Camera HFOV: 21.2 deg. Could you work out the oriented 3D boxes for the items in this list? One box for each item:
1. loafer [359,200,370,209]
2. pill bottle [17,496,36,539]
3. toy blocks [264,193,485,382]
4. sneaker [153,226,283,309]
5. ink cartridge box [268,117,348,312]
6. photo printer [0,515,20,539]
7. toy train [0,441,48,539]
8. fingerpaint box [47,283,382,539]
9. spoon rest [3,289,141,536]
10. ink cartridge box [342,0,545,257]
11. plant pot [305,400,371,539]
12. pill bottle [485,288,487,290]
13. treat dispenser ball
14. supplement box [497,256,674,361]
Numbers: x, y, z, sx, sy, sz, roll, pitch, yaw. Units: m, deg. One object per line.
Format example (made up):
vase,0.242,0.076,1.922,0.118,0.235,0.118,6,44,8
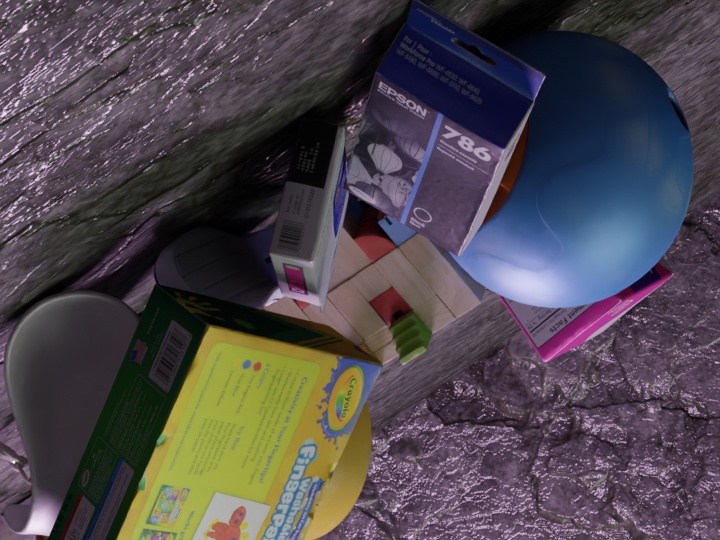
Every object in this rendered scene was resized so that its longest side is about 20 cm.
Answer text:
loafer,0.068,-0.039,1.575,0.198,0.074,0.071,-14,141,26
pill bottle,-0.280,0.318,1.928,0.112,0.201,0.112,-32,171,-6
toy blocks,0.000,0.000,1.516,0.199,0.137,0.100,-33,-163,26
sneaker,-0.104,0.014,1.395,0.071,0.073,0.200,-35,169,19
ink cartridge box,-0.033,-0.034,1.351,0.200,0.037,0.096,77,26,-78
photo printer,-0.405,0.290,1.756,0.166,0.070,0.200,-36,171,10
toy train,-0.255,0.203,1.622,0.056,0.150,0.200,-56,165,-5
fingerpaint box,-0.100,0.125,1.318,0.166,0.073,0.201,14,103,-43
spoon rest,-0.202,0.103,1.309,0.098,0.061,0.201,6,118,-20
ink cartridge box,0.050,-0.088,1.251,0.039,0.099,0.200,-55,172,-27
plant pot,-0.123,0.148,1.705,0.188,0.202,0.201,1,147,-46
pill bottle,0.163,-0.067,1.797,0.199,0.112,0.112,-27,169,-39
treat dispenser ball,0.144,-0.074,1.409,0.200,0.202,0.201,-33,171,-6
supplement box,0.153,-0.040,1.616,0.103,0.201,0.101,-40,169,37
